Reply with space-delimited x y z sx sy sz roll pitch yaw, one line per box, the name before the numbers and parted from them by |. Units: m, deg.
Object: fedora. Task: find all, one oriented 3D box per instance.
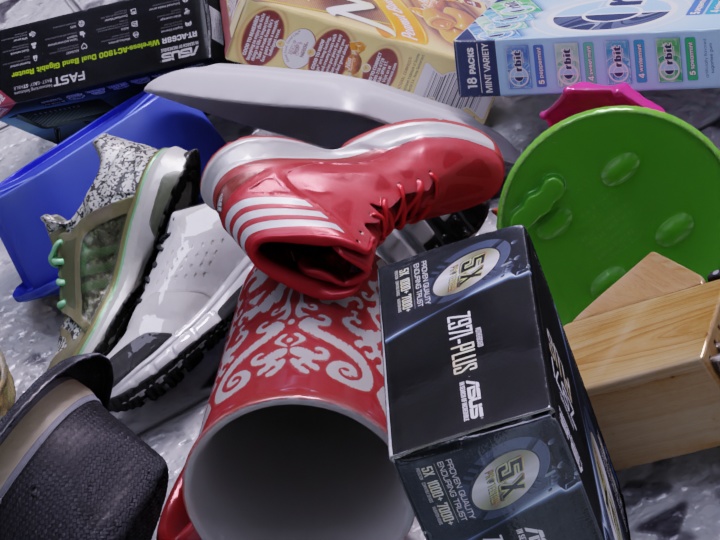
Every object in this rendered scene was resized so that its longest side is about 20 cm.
fedora | -0.177 0.153 1.411 0.091 0.201 0.201 30 53 12

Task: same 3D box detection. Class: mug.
mug | -0.050 0.079 1.438 0.176 0.134 0.200 -13 30 12

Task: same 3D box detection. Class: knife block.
knife block | 0.181 0.063 1.327 0.200 0.064 0.175 -39 25 -7

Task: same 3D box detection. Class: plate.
plate | -0.015 -0.110 1.653 0.199 0.199 0.033 10 88 40

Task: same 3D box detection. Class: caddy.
caddy | -0.176 -0.051 1.723 0.199 0.105 0.141 -34 12 -10

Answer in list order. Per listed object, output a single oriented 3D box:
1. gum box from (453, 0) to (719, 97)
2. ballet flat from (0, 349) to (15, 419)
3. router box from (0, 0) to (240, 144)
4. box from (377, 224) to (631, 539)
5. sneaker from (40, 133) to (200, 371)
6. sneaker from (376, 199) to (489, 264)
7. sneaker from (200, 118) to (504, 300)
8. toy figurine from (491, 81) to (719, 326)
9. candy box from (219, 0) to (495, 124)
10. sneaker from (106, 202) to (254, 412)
gum box | 0.182 -0.165 1.657 0.199 0.045 0.170 -2 19 19
ballet flat | -0.286 0.117 1.574 0.070 0.071 0.200 -3 37 27
router box | -0.179 -0.154 1.835 0.199 0.063 0.150 -11 -10 17
box | 0.081 0.108 1.246 0.086 0.201 0.164 -16 33 9
sneaker | -0.181 -0.004 1.617 0.088 0.077 0.201 24 85 15
sneaker | 0.000 0.000 1.585 0.200 0.067 0.091 -38 6 3
sneaker | 0.010 -0.027 1.454 0.199 0.079 0.116 -8 44 -20
toy figurine | 0.143 -0.043 1.533 0.200 0.150 0.184 -41 14 16
candy box | -0.001 -0.175 1.740 0.199 0.056 0.116 15 29 -15
sneaker | -0.114 0.011 1.583 0.200 0.080 0.074 -45 -6 -14
